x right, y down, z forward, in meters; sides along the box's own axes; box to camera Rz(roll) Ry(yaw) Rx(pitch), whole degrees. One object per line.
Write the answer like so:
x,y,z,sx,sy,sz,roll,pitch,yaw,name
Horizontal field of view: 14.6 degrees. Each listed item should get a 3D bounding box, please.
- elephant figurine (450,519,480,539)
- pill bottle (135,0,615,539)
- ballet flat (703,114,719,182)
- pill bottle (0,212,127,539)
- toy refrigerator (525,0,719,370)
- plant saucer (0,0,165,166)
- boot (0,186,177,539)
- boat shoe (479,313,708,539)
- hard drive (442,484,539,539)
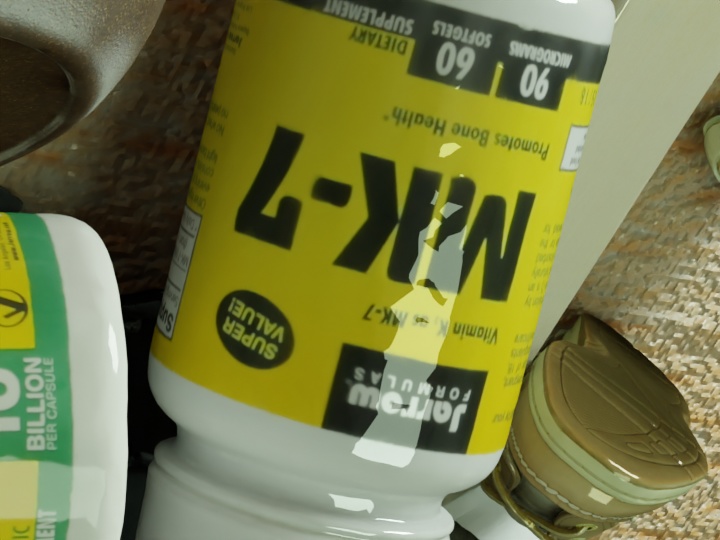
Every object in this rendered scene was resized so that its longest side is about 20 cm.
0.061,0.172,0.973,0.199,0.142,0.156,21,122,-9,elephant figurine
0.000,0.000,0.852,0.114,0.114,0.201,7,100,-44,pill bottle
0.165,-0.066,1.031,0.071,0.069,0.201,-5,129,-14,ballet flat
-0.169,0.040,0.749,0.199,0.113,0.113,1,130,-17,pill bottle
0.052,-0.046,0.935,0.070,0.076,0.201,7,122,-44,toy refrigerator
-0.145,-0.051,0.705,0.199,0.032,0.200,-8,165,-2,plant saucer
-0.127,0.072,0.903,0.162,0.073,0.199,13,111,-49,boot
0.079,0.067,1.010,0.066,0.074,0.200,-50,175,10,boat shoe
0.039,0.188,1.086,0.132,0.025,0.201,-25,107,-44,hard drive
